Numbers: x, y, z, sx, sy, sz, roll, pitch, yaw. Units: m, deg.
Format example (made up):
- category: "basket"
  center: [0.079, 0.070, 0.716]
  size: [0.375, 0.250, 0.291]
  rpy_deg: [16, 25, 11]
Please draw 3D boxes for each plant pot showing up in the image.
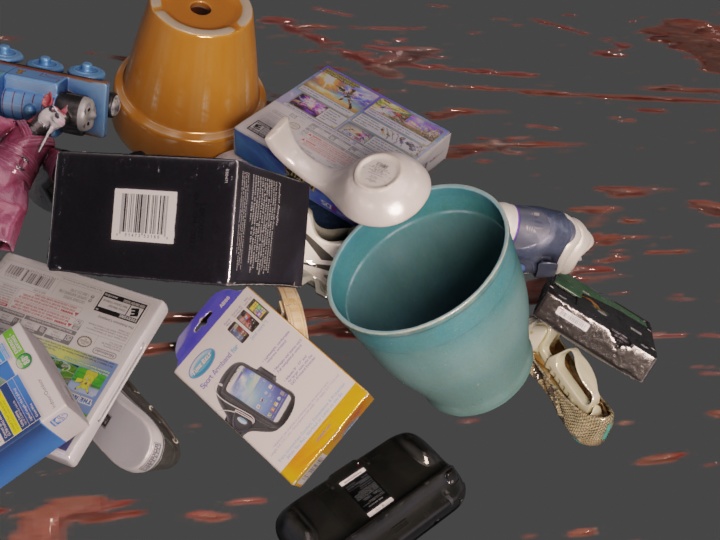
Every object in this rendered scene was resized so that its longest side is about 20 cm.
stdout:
- category: "plant pot"
  center: [0.093, 0.046, 1.093]
  size: [0.198, 0.189, 0.201]
  rpy_deg: [-18, 41, 17]
- category: "plant pot"
  center: [-0.207, -0.257, 1.293]
  size: [0.198, 0.184, 0.202]
  rpy_deg: [9, 48, -10]

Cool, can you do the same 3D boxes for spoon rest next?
- category: "spoon rest"
  center: [-0.013, -0.106, 1.126]
  size: [0.199, 0.061, 0.100]
  rpy_deg: [27, 64, 27]

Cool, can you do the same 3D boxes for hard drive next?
- category: "hard drive"
  center: [0.271, 0.058, 1.194]
  size: [0.139, 0.038, 0.200]
  rpy_deg: [32, 15, 6]

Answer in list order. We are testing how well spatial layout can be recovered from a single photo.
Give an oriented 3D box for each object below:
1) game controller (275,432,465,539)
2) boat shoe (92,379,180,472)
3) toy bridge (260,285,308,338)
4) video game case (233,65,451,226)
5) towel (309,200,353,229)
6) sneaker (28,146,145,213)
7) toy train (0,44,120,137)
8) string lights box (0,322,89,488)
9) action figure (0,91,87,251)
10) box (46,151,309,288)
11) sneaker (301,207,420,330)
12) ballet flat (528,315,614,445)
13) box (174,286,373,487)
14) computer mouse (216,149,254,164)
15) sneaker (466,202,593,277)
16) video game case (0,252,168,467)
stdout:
- category: "game controller"
  center: [0.013, 0.236, 1.035]
  size: [0.199, 0.042, 0.104]
  rpy_deg: [-27, 47, -34]
- category: "boat shoe"
  center: [-0.253, 0.133, 1.025]
  size: [0.200, 0.069, 0.057]
  rpy_deg: [39, 5, 32]
- category: "toy bridge"
  center: [-0.081, 0.056, 1.137]
  size: [0.027, 0.068, 0.201]
  rpy_deg: [-4, 52, -20]
- category: "video game case"
  center: [-0.022, -0.154, 1.253]
  size: [0.199, 0.046, 0.181]
  rpy_deg: [32, 50, 22]
- category: "towel"
  center: [-0.009, -0.052, 1.267]
  size: [0.197, 0.049, 0.113]
  rpy_deg: [3, 48, -14]
- category: "sneaker"
  center: [-0.318, -0.111, 1.209]
  size: [0.199, 0.076, 0.114]
  rpy_deg: [39, 47, 13]
- category: "toy train"
  center: [-0.394, -0.209, 1.242]
  size: [0.198, 0.088, 0.115]
  rpy_deg: [12, 27, 2]
- category: "string lights box"
  center: [-0.356, 0.151, 0.922]
  size: [0.199, 0.059, 0.103]
  rpy_deg: [-36, 64, -9]
- category: "action figure"
  center: [-0.374, -0.103, 1.116]
  size: [0.133, 0.149, 0.201]
  rpy_deg: [36, 62, -13]
- category: "box"
  center: [-0.179, -0.049, 1.059]
  size: [0.198, 0.198, 0.125]
  rpy_deg: [5, 89, 17]
- category: "sneaker"
  center: [0.000, 0.000, 1.168]
  size: [0.199, 0.089, 0.074]
  rpy_deg: [29, 15, -18]
- category: "ballet flat"
  center: [0.225, 0.105, 1.183]
  size: [0.067, 0.076, 0.201]
  rpy_deg: [-17, 56, -29]
- category: "box"
  center: [-0.098, 0.111, 1.065]
  size: [0.200, 0.042, 0.119]
  rpy_deg: [40, 85, 20]
- category: "computer mouse"
  center: [-0.108, -0.131, 1.287]
  size: [0.198, 0.044, 0.110]
  rpy_deg: [-8, 23, -22]
- category: "sneaker"
  center: [0.183, -0.015, 1.214]
  size: [0.145, 0.200, 0.082]
  rpy_deg: [12, 68, -20]
- category: "video game case"
  center: [-0.315, 0.081, 1.013]
  size: [0.198, 0.022, 0.183]
  rpy_deg: [16, 58, 19]
